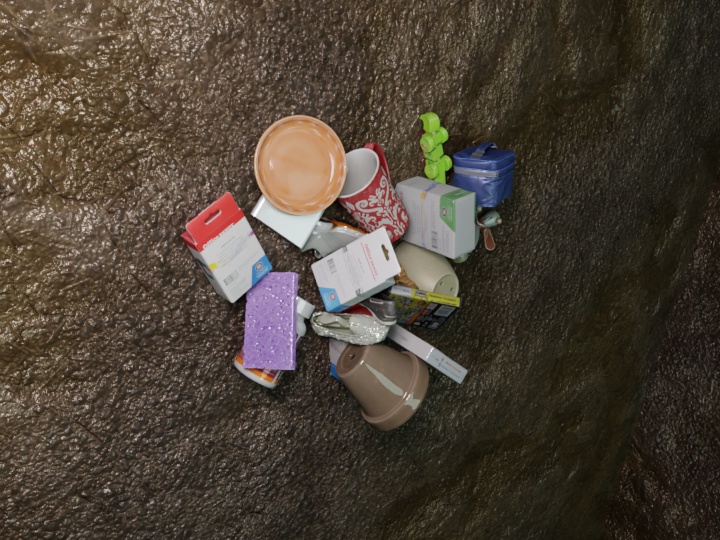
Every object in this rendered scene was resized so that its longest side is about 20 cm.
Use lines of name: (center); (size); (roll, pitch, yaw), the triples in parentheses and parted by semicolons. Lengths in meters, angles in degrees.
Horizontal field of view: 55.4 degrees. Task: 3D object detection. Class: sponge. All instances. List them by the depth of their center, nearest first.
sponge: (-0.189, 0.106, 1.446); (0.030, 0.109, 0.205); (36, 54, -74)

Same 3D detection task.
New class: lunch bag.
lunch bag: (0.320, -0.257, 1.767); (0.199, 0.133, 0.135); (-35, 132, -56)

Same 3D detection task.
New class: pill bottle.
pill bottle: (-0.186, 0.145, 1.510); (0.109, 0.109, 0.203); (33, 85, -44)

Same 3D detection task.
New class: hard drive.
hard drive: (-0.128, -0.169, 1.459); (0.131, 0.026, 0.203); (33, 84, -17)

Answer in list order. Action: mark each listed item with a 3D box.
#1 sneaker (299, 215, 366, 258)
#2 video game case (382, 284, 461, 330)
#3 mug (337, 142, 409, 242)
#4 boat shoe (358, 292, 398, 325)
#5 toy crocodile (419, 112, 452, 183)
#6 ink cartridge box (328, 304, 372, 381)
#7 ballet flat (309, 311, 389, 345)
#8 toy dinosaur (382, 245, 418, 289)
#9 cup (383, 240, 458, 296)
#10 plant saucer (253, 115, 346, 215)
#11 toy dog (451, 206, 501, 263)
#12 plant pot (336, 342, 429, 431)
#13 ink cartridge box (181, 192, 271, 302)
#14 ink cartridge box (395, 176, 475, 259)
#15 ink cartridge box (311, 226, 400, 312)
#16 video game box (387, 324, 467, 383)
sneaker: (-0.064, -0.069, 1.570); (0.197, 0.076, 0.094); (12, 107, -36)
video game case: (0.132, 0.092, 1.675); (0.176, 0.201, 0.026); (11, 67, -7)
mug: (0.039, -0.177, 1.573); (0.179, 0.132, 0.200); (-51, 136, -11)
boat shoe: (0.026, 0.059, 1.601); (0.066, 0.199, 0.058); (-7, 117, -33)
toy crocodile: (0.181, -0.293, 1.705); (0.067, 0.061, 0.203); (-35, 132, -26)
ink cartridge box: (-0.015, 0.165, 1.702); (0.115, 0.067, 0.205); (-19, 119, -33)
ballet flat: (-0.033, 0.128, 1.582); (0.071, 0.196, 0.074); (2, 90, -66)
toy dinosaur: (0.076, -0.006, 1.703); (0.106, 0.202, 0.060); (-37, 168, 12)
cup: (0.169, 0.032, 1.763); (0.197, 0.142, 0.205); (-17, 117, -36)
plant saucer: (-0.126, -0.217, 1.424); (0.195, 0.037, 0.206); (-1, 94, -17)
toy dog: (0.325, -0.101, 1.880); (0.201, 0.096, 0.132); (-51, 133, -13)
plant pot: (0.037, 0.249, 1.630); (0.174, 0.199, 0.202); (40, 79, -23)
ink cartridge box: (-0.274, -0.052, 1.372); (0.116, 0.067, 0.202); (-41, 130, -22)
ink cartridge box: (0.181, -0.132, 1.667); (0.086, 0.198, 0.149); (-23, 121, -36)
ink cartridge box: (0.000, 0.000, 1.537); (0.197, 0.118, 0.066); (-27, 163, 19)
video game box: (0.159, 0.207, 1.785); (0.182, 0.199, 0.047); (40, 83, -43)
